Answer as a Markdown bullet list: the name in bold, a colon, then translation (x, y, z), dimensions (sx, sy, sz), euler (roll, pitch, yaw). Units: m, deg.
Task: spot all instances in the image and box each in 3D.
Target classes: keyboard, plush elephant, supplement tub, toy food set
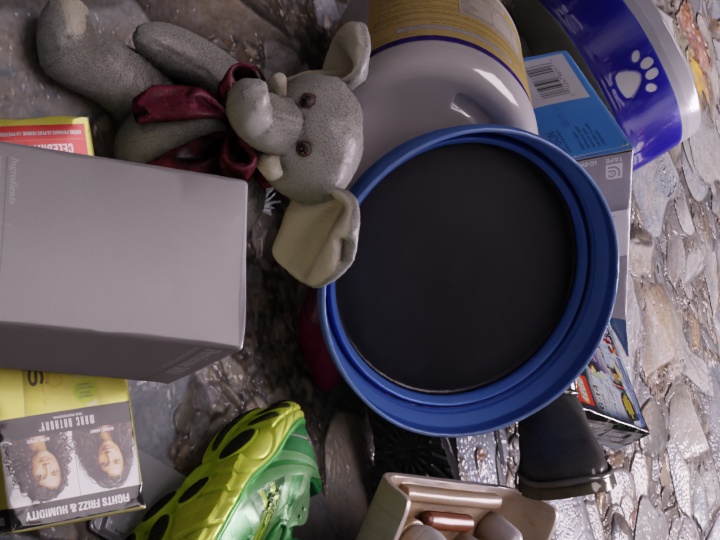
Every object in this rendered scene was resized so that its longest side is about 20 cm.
- **keyboard**: translation (-0.084, 0.165, 0.793), dimensions (0.200, 0.011, 0.057), euler (42, 41, -41)
- **plush elephant**: translation (-0.068, -0.073, 0.771), dimensions (0.199, 0.153, 0.167), euler (15, 66, -52)
- **supplement tub**: translation (0.046, -0.125, 0.936), dimensions (0.146, 0.144, 0.201), euler (55, 19, -27)
- **toy food set**: translation (0.051, 0.214, 0.864), dimensions (0.199, 0.060, 0.145), euler (18, 96, -52)

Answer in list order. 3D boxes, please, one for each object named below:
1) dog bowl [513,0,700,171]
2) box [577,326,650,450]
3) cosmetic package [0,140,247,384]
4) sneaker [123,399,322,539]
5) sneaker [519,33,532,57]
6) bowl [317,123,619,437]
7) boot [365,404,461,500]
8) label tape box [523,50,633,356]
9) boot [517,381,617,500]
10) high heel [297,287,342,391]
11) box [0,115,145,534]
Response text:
- **dog bowl**: translation (0.224, -0.191, 1.221), dimensions (0.202, 0.078, 0.200), euler (58, -1, 1)
- **box**: translation (0.170, 0.046, 1.133), dimensions (0.136, 0.040, 0.202), euler (21, 45, -50)
- **cosmetic package**: translation (-0.158, -0.004, 0.594), dimensions (0.197, 0.107, 0.092), euler (10, 73, -24)
- **sneaker**: translation (-0.068, 0.146, 0.747), dimensions (0.084, 0.073, 0.200), euler (60, 32, -10)
- **sneaker**: translation (0.171, -0.142, 1.187), dimensions (0.075, 0.087, 0.202), euler (23, 44, -46)
- **bowl**: translation (0.067, 0.005, 0.841), dimensions (0.202, 0.199, 0.039), euler (58, -4, -24)
- **boot**: translation (0.068, 0.103, 0.999), dimensions (0.200, 0.065, 0.168), euler (-33, 118, -65)
- **label tape box**: translation (0.158, -0.045, 1.038), dimensions (0.145, 0.062, 0.202), euler (-109, -171, -51)
- **boot**: translation (0.126, 0.049, 0.948), dimensions (0.182, 0.071, 0.203), euler (-128, -149, -82)
- **high heel**: translation (0.000, 0.000, 0.957), dimensions (0.200, 0.067, 0.097), euler (-49, 151, -58)
- **box**: translation (-0.162, 0.027, 0.674), dimensions (0.074, 0.050, 0.203), euler (-5, 81, -30)
